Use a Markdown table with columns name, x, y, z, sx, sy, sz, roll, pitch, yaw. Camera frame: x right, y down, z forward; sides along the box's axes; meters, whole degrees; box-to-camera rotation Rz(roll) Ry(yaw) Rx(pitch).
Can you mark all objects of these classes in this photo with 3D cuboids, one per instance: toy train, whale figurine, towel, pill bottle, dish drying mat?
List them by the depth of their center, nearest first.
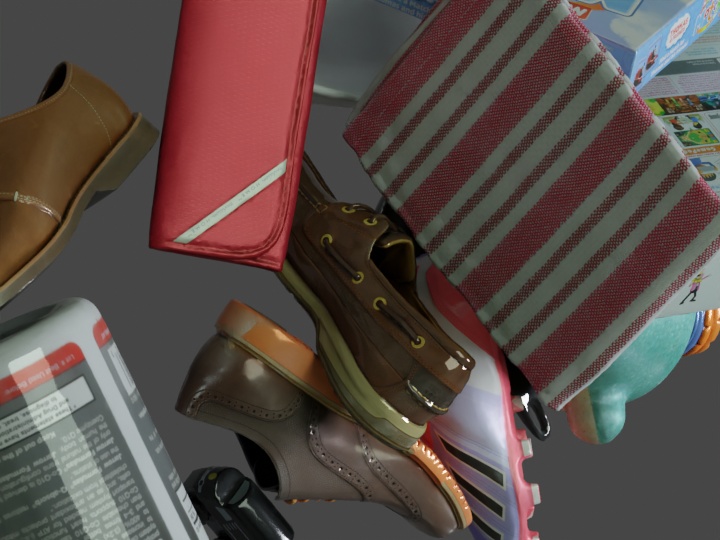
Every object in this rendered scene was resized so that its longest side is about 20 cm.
| name | x | y | z | sx | sy | sz | roll | pitch | yaw |
| --- | --- | --- | --- | --- | --- | --- | --- | --- | --- |
| pill bottle | -0.134 | 0.124 | 1.000 | 0.116 | 0.116 | 0.200 | -31 | 100 | -43 |
| towel | 0.088 | -0.050 | 1.092 | 0.030 | 0.146 | 0.200 | -10 | 58 | -53 |
| dish drying mat | -0.059 | -0.104 | 1.113 | 0.077 | 0.018 | 0.200 | 10 | 85 | -18 |
| toy train | -0.020 | 0.176 | 1.136 | 0.200 | 0.046 | 0.034 | 51 | 50 | -20 |
| whale figurine | 0.135 | 0.016 | 1.210 | 0.200 | 0.104 | 0.159 | -13 | 92 | -82 |

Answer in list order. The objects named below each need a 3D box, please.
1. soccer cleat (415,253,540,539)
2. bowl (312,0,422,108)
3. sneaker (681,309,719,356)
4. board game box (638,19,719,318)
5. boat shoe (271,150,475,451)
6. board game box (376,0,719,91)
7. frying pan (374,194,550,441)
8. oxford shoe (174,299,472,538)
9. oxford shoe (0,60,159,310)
| name | x | y | z | sx | sy | sz | roll | pitch | yaw |
| --- | --- | --- | --- | --- | --- | --- | --- | --- | --- |
| soccer cleat | 0.055 | 0.081 | 1.216 | 0.067 | 0.076 | 0.200 | -92 | 173 | -66 |
| bowl | -0.012 | -0.181 | 1.225 | 0.200 | 0.075 | 0.200 | -1 | 78 | -42 |
| sneaker | 0.163 | -0.036 | 1.346 | 0.078 | 0.075 | 0.200 | -20 | 91 | -40 |
| board game box | 0.170 | -0.070 | 1.173 | 0.147 | 0.064 | 0.200 | -7 | 44 | -25 |
| boat shoe | 0.000 | 0.000 | 1.138 | 0.072 | 0.068 | 0.200 | 30 | 25 | -52 |
| board game box | 0.121 | -0.166 | 1.194 | 0.200 | 0.151 | 0.037 | -41 | 149 | -50 |
| frying pan | 0.065 | 0.008 | 1.268 | 0.190 | 0.031 | 0.115 | 39 | 63 | -40 |
| oxford shoe | -0.020 | 0.096 | 1.159 | 0.200 | 0.071 | 0.073 | 40 | 82 | -30 |
| oxford shoe | -0.173 | -0.030 | 1.045 | 0.071 | 0.071 | 0.200 | 47 | 41 | -16 |
